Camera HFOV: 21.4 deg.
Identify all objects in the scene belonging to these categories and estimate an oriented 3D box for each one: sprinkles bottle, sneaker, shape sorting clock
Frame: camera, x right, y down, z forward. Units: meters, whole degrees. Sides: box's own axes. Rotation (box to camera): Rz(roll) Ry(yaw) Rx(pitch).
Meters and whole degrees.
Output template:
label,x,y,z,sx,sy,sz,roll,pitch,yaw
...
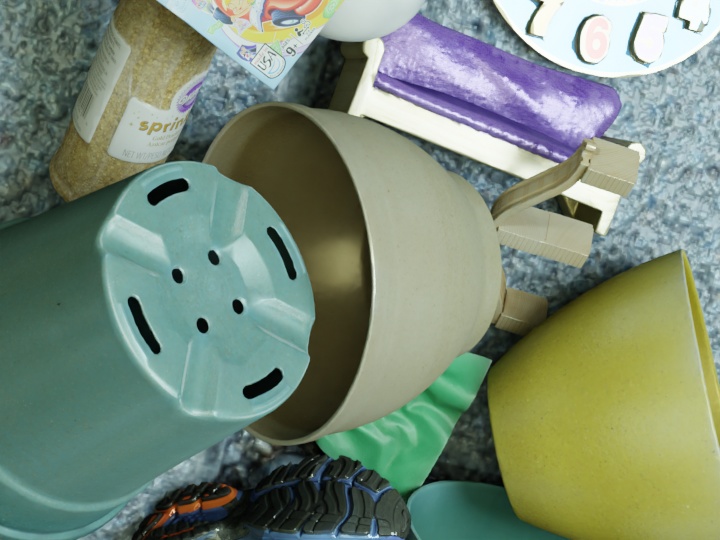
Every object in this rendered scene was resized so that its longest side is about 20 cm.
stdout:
label,x,y,z,sx,sy,sz,roll,pitch,yaw
sprinkles bottle,-0.127,-0.123,1.152,0.068,0.068,0.201,21,127,-11
sneaker,-0.049,0.174,1.227,0.199,0.076,0.079,-11,123,34
shape sorting clock,0.172,-0.228,1.260,0.198,0.039,0.202,-1,94,-10

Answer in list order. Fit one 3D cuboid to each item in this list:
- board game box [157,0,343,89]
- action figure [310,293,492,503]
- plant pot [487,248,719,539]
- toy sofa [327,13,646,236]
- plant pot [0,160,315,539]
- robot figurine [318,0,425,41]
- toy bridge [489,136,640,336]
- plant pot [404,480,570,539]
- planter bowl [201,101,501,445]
label,x,y,z,sx,sy,sz,roll,pitch,yaw
board game box,-0.038,-0.217,1.037,0.134,0.034,0.200,35,98,-29
action figure,-0.028,0.059,1.254,0.199,0.055,0.119,30,92,-5
plant pot,0.162,0.100,1.237,0.141,0.200,0.202,-13,99,12
toy sofa,0.082,-0.103,1.239,0.199,0.083,0.098,21,93,-12
plant pot,-0.142,0.038,1.097,0.199,0.195,0.202,20,59,-37
robot figurine,0.006,-0.220,1.169,0.113,0.169,0.201,36,52,-12
toy bridge,0.114,-0.024,1.209,0.067,0.200,0.027,17,56,-4
plant pot,0.096,0.256,1.234,0.199,0.201,0.162,17,107,-11
planter bowl,0.000,0.000,1.159,0.134,0.200,0.202,-2,98,-36
